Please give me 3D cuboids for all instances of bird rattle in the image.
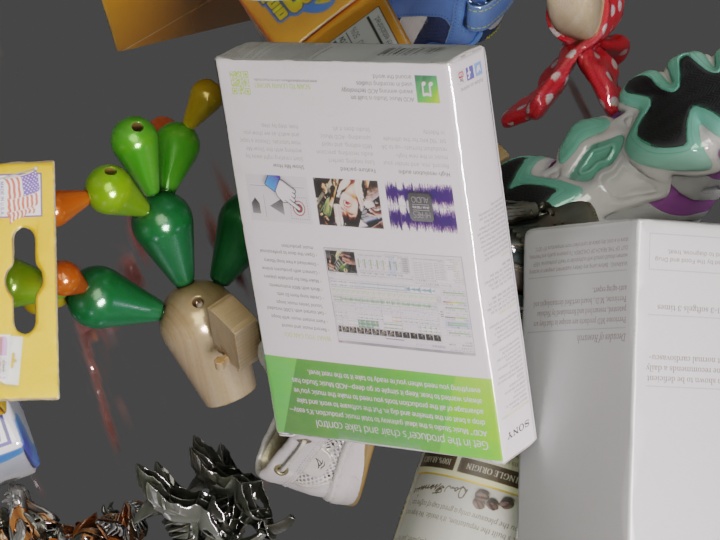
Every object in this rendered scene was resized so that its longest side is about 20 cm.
[{"bbox_3d":[0.125,-0.179,1.445,0.112,0.163,0.201,21,70,21],"label":"bird rattle"}]

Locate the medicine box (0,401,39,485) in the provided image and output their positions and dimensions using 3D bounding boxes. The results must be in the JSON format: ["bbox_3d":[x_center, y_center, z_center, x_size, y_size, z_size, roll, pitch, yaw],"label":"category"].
[{"bbox_3d":[-0.291,0.040,1.419,0.181,0.103,0.201,-19,81,-4],"label":"medicine box"}]

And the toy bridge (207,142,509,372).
[{"bbox_3d":[0.000,0.000,1.445,0.200,0.067,0.027,-33,54,-21],"label":"toy bridge"}]

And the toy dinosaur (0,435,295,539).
[{"bbox_3d":[-0.105,0.169,1.418,0.199,0.102,0.136,27,105,-10],"label":"toy dinosaur"}]

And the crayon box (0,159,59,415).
[{"bbox_3d":[-0.252,0.012,1.347,0.199,0.052,0.127,-2,80,-1],"label":"crayon box"}]

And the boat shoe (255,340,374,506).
[{"bbox_3d":[-0.019,0.047,1.382,0.069,0.201,0.071,6,39,-8],"label":"boat shoe"}]

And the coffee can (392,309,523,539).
[{"bbox_3d":[0.093,0.138,1.386,0.146,0.146,0.201,19,80,2],"label":"coffee can"}]

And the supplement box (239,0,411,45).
[{"bbox_3d":[-0.006,-0.109,1.396,0.069,0.200,0.067,-35,63,-3],"label":"supplement box"}]

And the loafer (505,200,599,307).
[{"bbox_3d":[0.118,-0.012,1.359,0.199,0.072,0.063,15,112,-25],"label":"loafer"}]

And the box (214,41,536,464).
[{"bbox_3d":[0.007,-0.010,1.278,0.144,0.036,0.201,5,111,37],"label":"box"}]

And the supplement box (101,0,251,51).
[{"bbox_3d":[-0.098,-0.253,1.426,0.132,0.197,0.201,-14,79,-3],"label":"supplement box"}]

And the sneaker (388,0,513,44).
[{"bbox_3d":[0.061,-0.174,1.427,0.082,0.200,0.074,49,60,-1],"label":"sneaker"}]

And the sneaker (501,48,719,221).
[{"bbox_3d":[0.169,-0.032,1.432,0.199,0.140,0.078,-26,41,22],"label":"sneaker"}]

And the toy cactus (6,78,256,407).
[{"bbox_3d":[-0.108,-0.005,1.443,0.199,0.102,0.166,-28,105,-25],"label":"toy cactus"}]

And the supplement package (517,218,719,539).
[{"bbox_3d":[0.151,0.080,1.271,0.116,0.117,0.201,4,86,-25],"label":"supplement package"}]
